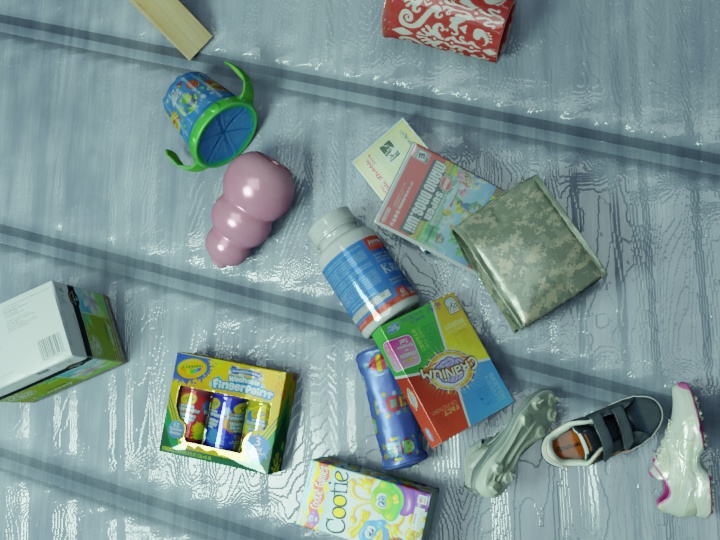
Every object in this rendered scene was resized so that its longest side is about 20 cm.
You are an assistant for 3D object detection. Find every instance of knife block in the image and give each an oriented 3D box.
[{"bbox_3d":[-0.365,-0.477,1.664,0.064,0.175,0.200,-44,77,5],"label":"knife block"}]

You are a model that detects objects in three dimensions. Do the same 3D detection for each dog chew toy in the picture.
[{"bbox_3d":[-0.195,-0.097,1.611,0.124,0.124,0.202,33,99,14],"label":"dog chew toy"}]

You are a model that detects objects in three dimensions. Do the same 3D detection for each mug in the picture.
[{"bbox_3d":[0.154,-0.443,1.569,0.197,0.133,0.180,20,89,11],"label":"mug"}]

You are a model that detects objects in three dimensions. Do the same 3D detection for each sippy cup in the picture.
[{"bbox_3d":[-0.268,-0.269,1.647,0.177,0.140,0.130,-38,64,-19],"label":"sippy cup"}]

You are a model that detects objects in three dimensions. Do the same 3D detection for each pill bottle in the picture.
[{"bbox_3d":[0.000,0.000,1.554,0.112,0.112,0.201,-36,78,6],"label":"pill bottle"}]

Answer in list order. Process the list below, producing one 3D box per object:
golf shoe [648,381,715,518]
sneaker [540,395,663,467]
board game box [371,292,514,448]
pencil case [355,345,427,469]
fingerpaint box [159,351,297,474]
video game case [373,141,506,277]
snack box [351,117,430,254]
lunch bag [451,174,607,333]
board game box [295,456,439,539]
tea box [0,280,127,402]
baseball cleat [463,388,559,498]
[{"bbox_3d":[0.476,0.271,1.435,0.090,0.075,0.203,-7,80,15],"label":"golf shoe"},{"bbox_3d":[0.371,0.251,1.458,0.198,0.079,0.079,-26,77,7],"label":"sneaker"},{"bbox_3d":[0.130,0.154,1.503,0.152,0.040,0.202,-23,77,-27],"label":"board game box"},{"bbox_3d":[0.048,0.216,1.534,0.077,0.087,0.203,-12,81,-14],"label":"pencil case"},{"bbox_3d":[-0.220,0.235,1.594,0.197,0.073,0.170,10,85,13],"label":"fingerpaint box"},{"bbox_3d":[0.138,-0.097,1.536,0.198,0.017,0.144,26,97,-9],"label":"video game case"},{"bbox_3d":[0.089,-0.141,1.590,0.116,0.037,0.201,-39,77,4],"label":"snack box"},{"bbox_3d":[0.257,-0.029,1.492,0.163,0.118,0.202,-32,83,-1],"label":"lunch bag"},{"bbox_3d":[0.013,0.371,1.508,0.197,0.105,0.105,13,85,13],"label":"board game box"},{"bbox_3d":[-0.538,0.126,1.615,0.198,0.197,0.135,-23,78,10],"label":"tea box"},{"bbox_3d":[0.226,0.261,1.493,0.200,0.106,0.070,-48,113,-23],"label":"baseball cleat"}]
